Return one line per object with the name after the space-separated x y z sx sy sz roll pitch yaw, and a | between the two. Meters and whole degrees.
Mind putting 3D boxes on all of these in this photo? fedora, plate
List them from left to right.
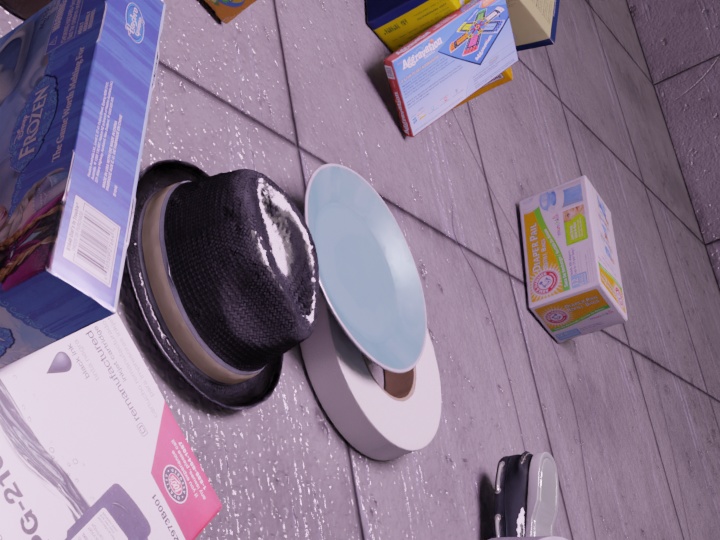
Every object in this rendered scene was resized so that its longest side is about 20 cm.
-0.090 -0.002 0.827 0.200 0.091 0.203 42 36 -40 | fedora
0.000 0.000 0.993 0.200 0.025 0.202 42 35 -40 | plate

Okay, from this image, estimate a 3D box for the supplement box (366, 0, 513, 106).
0.104 -0.323 1.428 0.200 0.108 0.111 41 37 -43 | supplement box

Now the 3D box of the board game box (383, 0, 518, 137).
0.115 -0.259 1.343 0.199 0.019 0.104 -37 128 -26 | board game box

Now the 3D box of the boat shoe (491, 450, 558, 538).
0.163 0.287 1.122 0.076 0.060 0.202 45 47 -42 | boat shoe

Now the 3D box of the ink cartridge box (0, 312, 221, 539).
-0.178 0.126 0.572 0.146 0.084 0.200 63 26 -9 | ink cartridge box

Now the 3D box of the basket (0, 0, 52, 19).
-0.188 -0.300 0.755 0.182 0.198 0.136 64 26 -4 | basket

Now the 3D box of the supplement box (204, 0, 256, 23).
-0.121 -0.336 1.062 0.066 0.068 0.202 41 39 -38 | supplement box

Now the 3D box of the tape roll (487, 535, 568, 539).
0.157 0.348 0.999 0.199 0.066 0.203 18 66 -45 | tape roll

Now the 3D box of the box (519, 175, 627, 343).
0.302 -0.016 1.560 0.101 0.111 0.202 44 35 -41 | box

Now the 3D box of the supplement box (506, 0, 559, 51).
0.203 -0.466 1.642 0.199 0.133 0.203 32 61 -50 | supplement box

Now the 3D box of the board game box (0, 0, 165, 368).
-0.191 -0.034 0.544 0.043 0.197 0.202 39 37 -39 | board game box

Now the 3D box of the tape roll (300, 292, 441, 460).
0.011 0.076 1.024 0.203 0.037 0.205 44 34 -40 | tape roll
